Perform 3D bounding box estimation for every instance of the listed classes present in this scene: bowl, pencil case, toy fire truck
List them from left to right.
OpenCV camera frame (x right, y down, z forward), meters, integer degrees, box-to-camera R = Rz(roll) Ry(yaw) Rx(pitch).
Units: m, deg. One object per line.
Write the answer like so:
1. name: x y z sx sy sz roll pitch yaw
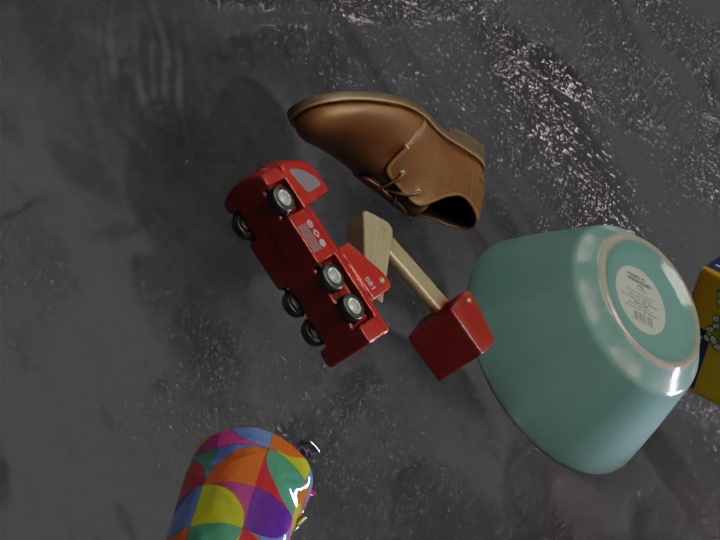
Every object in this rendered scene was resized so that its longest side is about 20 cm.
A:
1. pencil case: -0.083 0.188 1.609 0.088 0.088 0.201 41 42 -21
2. toy fire truck: 0.000 0.000 1.863 0.201 0.049 0.141 57 36 0
3. bowl: 0.188 0.046 1.998 0.200 0.105 0.202 28 46 -34

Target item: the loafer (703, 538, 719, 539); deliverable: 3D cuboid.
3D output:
1. loafer: 0.196 0.246 1.910 0.199 0.063 0.072 -15 103 -39

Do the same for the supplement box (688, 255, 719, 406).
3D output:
1. supplement box: 0.369 0.070 2.103 0.199 0.110 0.109 27 29 23

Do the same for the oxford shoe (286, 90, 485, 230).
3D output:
1. oxford shoe: 0.026 -0.082 1.937 0.199 0.071 0.072 20 55 -41
